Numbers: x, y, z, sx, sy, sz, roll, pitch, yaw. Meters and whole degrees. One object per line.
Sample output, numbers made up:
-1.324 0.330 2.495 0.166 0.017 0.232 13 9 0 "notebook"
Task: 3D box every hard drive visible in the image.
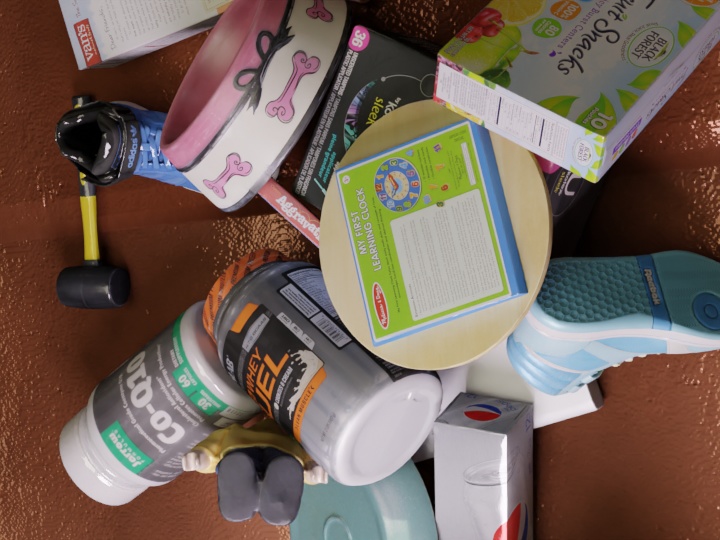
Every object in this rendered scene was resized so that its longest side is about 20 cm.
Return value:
0.094 0.079 1.455 0.199 0.027 0.133 -20 90 31 "hard drive"

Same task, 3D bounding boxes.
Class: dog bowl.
-0.091 -0.151 1.398 0.073 0.201 0.200 29 118 -18 "dog bowl"

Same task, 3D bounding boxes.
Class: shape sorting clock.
0.054 -0.027 1.281 0.199 0.039 0.202 -3 83 29 "shape sorting clock"

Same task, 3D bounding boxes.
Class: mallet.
-0.264 -0.061 1.619 0.065 0.041 0.202 -8 92 26 "mallet"

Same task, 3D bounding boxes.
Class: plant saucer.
-0.008 0.230 1.489 0.199 0.036 0.202 9 101 53 "plant saucer"

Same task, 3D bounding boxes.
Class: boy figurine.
-0.090 0.165 1.461 0.123 0.200 0.065 5 92 -5 "boy figurine"

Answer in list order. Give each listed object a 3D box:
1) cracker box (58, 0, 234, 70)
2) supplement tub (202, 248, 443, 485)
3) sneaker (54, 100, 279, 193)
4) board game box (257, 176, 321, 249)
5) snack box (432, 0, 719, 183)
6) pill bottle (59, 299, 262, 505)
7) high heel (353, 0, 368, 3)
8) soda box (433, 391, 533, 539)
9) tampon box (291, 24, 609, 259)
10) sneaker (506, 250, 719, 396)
-0.178 -0.270 1.516 0.199 0.058 0.135 -16 91 29 "cracker box"
-0.036 0.075 1.436 0.200 0.122 0.123 41 117 33 "supplement tub"
-0.177 -0.104 1.517 0.199 0.111 0.077 18 108 24 "sneaker"
0.000 0.000 1.399 0.200 0.103 0.019 42 91 3 "board game box"
0.166 -0.166 1.271 0.142 0.200 0.053 29 143 19 "snack box"
-0.176 0.124 1.560 0.200 0.113 0.113 -39 81 29 "pill bottle"
-0.026 -0.323 1.427 0.095 0.067 0.202 14 112 32 "high heel"
0.104 0.207 1.436 0.068 0.063 0.202 8 113 24 "soda box"
0.077 -0.085 1.361 0.199 0.126 0.151 28 105 25 "tampon box"
0.206 0.047 1.350 0.131 0.198 0.080 114 157 -56 "sneaker"
